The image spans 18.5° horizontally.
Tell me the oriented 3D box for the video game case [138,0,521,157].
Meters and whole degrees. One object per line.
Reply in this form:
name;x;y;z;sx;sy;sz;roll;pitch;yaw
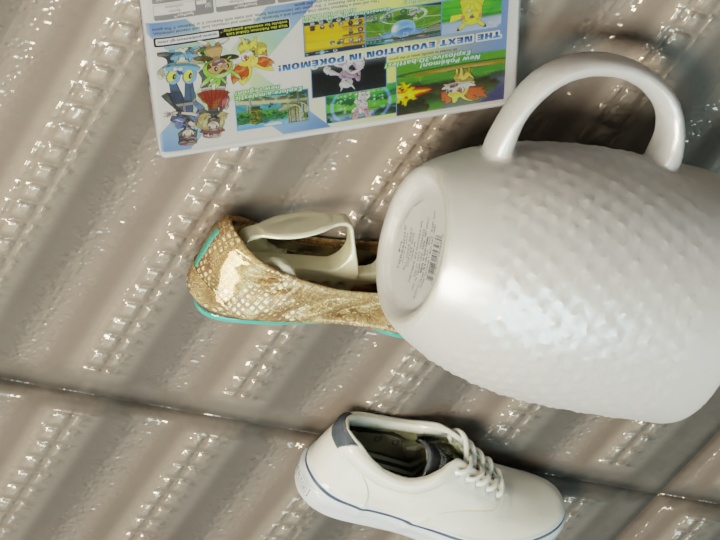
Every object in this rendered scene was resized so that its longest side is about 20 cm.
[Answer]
video game case;-0.014;-0.140;1.136;0.198;0.022;0.183;-9;141;-7

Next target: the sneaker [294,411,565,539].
sneaker;0.058;0.140;1.449;0.199;0.073;0.071;11;138;-27

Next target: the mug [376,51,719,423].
mug;0.112;-0.023;1.216;0.174;0.148;0.201;10;108;-24

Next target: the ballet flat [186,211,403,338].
ballet flat;0.000;0.000;1.275;0.199;0.071;0.066;2;124;-24
